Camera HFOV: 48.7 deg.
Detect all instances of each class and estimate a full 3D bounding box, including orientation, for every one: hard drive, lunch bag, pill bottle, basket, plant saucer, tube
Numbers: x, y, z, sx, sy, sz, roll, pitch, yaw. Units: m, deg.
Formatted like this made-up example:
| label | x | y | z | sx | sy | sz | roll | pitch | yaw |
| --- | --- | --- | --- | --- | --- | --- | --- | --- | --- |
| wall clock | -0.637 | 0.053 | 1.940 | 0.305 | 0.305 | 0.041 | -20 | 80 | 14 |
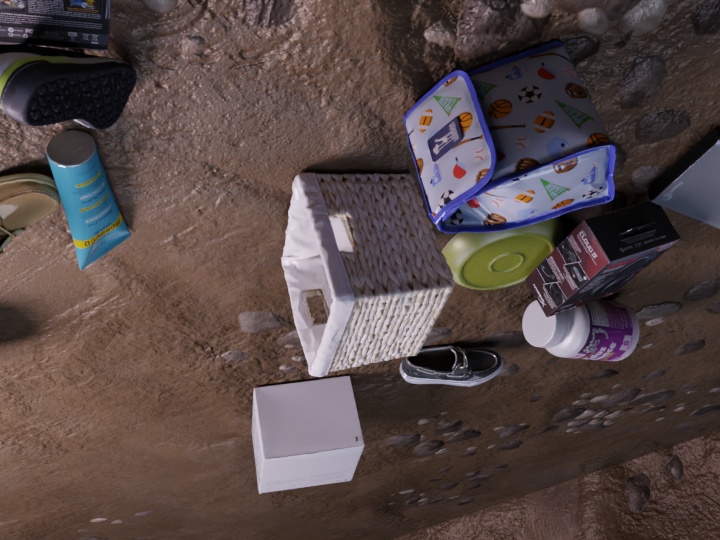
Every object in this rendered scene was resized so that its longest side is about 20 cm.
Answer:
| label | x | y | z | sx | sy | sz | roll | pitch | yaw |
| --- | --- | --- | --- | --- | --- | --- | --- | --- | --- |
| hard drive | 0.539 | -0.119 | 1.144 | 0.200 | 0.033 | 0.140 | 18 | 141 | -16 |
| lunch bag | 0.157 | -0.140 | 0.881 | 0.200 | 0.170 | 0.124 | -17 | 146 | 7 |
| pill bottle | 0.389 | 0.102 | 1.417 | 0.200 | 0.112 | 0.112 | 7 | 143 | -30 |
| basket | 0.000 | 0.000 | 1.029 | 0.161 | 0.198 | 0.200 | -8 | 148 | -17 |
| plant saucer | 0.222 | -0.022 | 1.231 | 0.200 | 0.031 | 0.200 | -10 | 148 | -6 |
| tube | -0.314 | -0.077 | 0.922 | 0.077 | 0.050 | 0.200 | -35 | 158 | -24 |

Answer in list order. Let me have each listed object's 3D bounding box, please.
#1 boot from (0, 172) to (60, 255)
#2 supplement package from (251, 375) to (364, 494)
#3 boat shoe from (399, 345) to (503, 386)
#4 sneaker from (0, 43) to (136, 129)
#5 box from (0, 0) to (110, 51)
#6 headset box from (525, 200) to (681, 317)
| label | x | y | z | sx | sy | sz | roll | pitch | yaw |
| --- | --- | --- | --- | --- | --- | --- | --- | --- | --- |
| boot | -0.418 | -0.013 | 0.883 | 0.200 | 0.156 | 0.073 | -21 | 148 | 11 |
| supplement package | -0.109 | 0.321 | 1.546 | 0.191 | 0.147 | 0.200 | -5 | 148 | -13 |
| boat shoe | 0.175 | 0.177 | 1.493 | 0.200 | 0.072 | 0.071 | -6 | 153 | -8 |
| sneaker | -0.277 | -0.179 | 0.721 | 0.072 | 0.083 | 0.200 | -59 | 175 | 13 |
| box | -0.303 | -0.259 | 0.639 | 0.200 | 0.044 | 0.160 | -1 | 146 | -20 |
| headset box | 0.366 | -0.021 | 1.198 | 0.149 | 0.077 | 0.200 | -16 | 159 | -27 |
